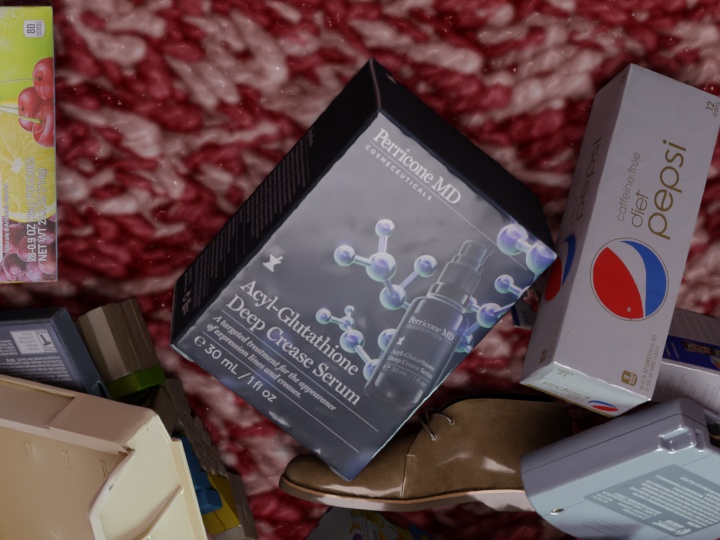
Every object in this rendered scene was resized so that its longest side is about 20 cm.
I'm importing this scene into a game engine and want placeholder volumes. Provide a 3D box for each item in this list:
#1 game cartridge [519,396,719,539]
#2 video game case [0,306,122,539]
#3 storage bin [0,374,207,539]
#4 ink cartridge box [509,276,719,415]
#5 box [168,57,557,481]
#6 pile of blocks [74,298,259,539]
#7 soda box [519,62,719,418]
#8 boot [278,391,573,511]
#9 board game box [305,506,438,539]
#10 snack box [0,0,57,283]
[{"bbox_3d":[0.189,0.135,1.501,0.133,0.041,0.200,-27,150,24],"label":"game cartridge"},{"bbox_3d":[-0.199,0.115,1.504,0.142,0.019,0.201,-4,120,40],"label":"video game case"},{"bbox_3d":[-0.198,0.171,1.465,0.199,0.094,0.200,10,127,32],"label":"storage bin"},{"bbox_3d":[0.183,0.050,1.502,0.198,0.095,0.037,15,111,-9],"label":"ink cartridge box"},{"bbox_3d":[0.000,0.000,1.465,0.148,0.107,0.200,38,105,-16],"label":"box"},{"bbox_3d":[-0.140,0.111,1.516,0.062,0.082,0.201,-23,110,17],"label":"pile of blocks"},{"bbox_3d":[0.159,-0.018,1.433,0.068,0.064,0.201,20,71,-10],"label":"soda box"},{"bbox_3d":[0.044,0.117,1.541,0.198,0.074,0.076,-2,103,-12],"label":"boot"},{"bbox_3d":[0.047,0.250,1.571,0.199,0.105,0.103,33,105,-16],"label":"board game box"},{"bbox_3d":[-0.282,-0.077,1.412,0.198,0.068,0.170,-2,102,-10],"label":"snack box"}]
